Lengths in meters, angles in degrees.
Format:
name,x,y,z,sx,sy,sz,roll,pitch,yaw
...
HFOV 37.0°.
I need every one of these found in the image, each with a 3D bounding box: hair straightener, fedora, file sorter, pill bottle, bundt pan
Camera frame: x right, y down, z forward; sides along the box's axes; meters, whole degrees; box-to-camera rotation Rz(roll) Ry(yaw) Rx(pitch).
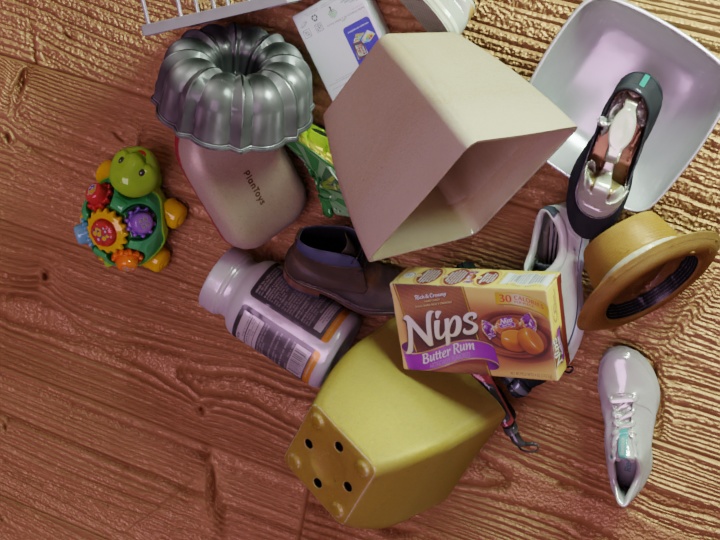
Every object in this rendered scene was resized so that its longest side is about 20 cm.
name,x,y,z,sx,sy,sz,roll,pitch,yaw
hair straightener,0.171,0.147,1.390,0.041,0.077,0.201,-34,80,5
fedora,0.313,-0.009,1.227,0.200,0.200,0.082,-41,63,28
file sorter,-0.157,-0.366,1.287,0.199,0.139,0.125,-7,104,23
pill bottle,-0.108,0.058,1.439,0.199,0.116,0.117,32,118,8
bundt pan,-0.149,-0.230,1.291,0.201,0.202,0.076,23,134,12

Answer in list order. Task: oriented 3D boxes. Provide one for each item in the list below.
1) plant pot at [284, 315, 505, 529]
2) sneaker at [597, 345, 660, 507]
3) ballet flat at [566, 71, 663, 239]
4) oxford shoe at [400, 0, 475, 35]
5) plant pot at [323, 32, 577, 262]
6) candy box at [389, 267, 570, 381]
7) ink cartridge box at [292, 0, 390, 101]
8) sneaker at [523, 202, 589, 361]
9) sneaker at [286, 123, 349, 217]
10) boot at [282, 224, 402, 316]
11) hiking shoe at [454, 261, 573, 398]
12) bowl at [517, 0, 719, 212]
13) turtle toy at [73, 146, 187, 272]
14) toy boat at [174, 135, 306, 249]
name,x,y,z,sx,sy,sz,roll,pitch,yaw
plant pot,0.021,0.208,1.355,0.194,0.200,0.196,44,130,21
sneaker,0.330,0.196,1.333,0.075,0.088,0.201,-2,108,23
ballet flat,0.269,-0.118,1.168,0.073,0.073,0.201,23,116,12
oxford shoe,0.062,-0.353,1.254,0.058,0.075,0.200,-37,84,-13
plant pot,0.078,-0.153,1.191,0.200,0.199,0.177,-47,68,39
candy box,0.139,0.060,1.267,0.199,0.056,0.117,2,114,28
ink cartridge box,0.004,-0.244,1.325,0.099,0.039,0.201,-21,99,26
sneaker,0.222,0.018,1.276,0.073,0.070,0.201,8,97,55
sneaker,-0.034,-0.112,1.369,0.200,0.074,0.084,44,115,1
boot,0.000,0.000,1.366,0.199,0.075,0.097,10,149,0
hiking shoe,0.185,0.061,1.350,0.086,0.074,0.200,-28,113,10
bowl,0.294,-0.192,1.209,0.199,0.075,0.201,34,119,7
turtle toy,-0.321,-0.084,1.476,0.145,0.101,0.201,31,117,8
toy boat,-0.165,-0.135,1.393,0.131,0.130,0.201,36,158,53
